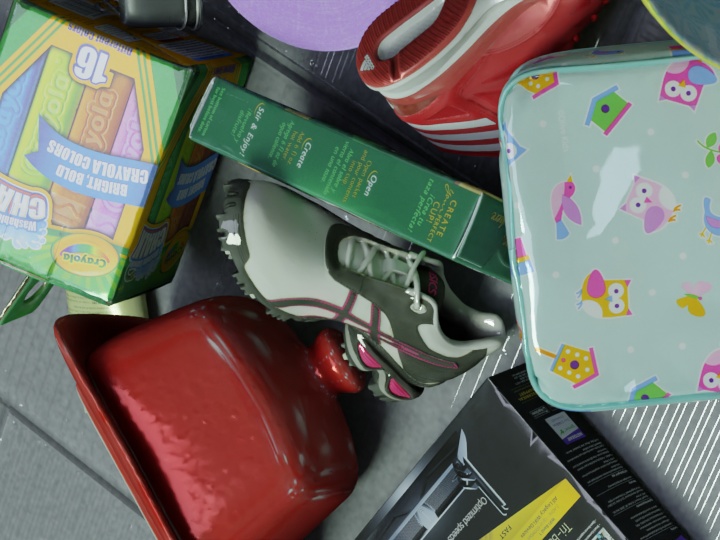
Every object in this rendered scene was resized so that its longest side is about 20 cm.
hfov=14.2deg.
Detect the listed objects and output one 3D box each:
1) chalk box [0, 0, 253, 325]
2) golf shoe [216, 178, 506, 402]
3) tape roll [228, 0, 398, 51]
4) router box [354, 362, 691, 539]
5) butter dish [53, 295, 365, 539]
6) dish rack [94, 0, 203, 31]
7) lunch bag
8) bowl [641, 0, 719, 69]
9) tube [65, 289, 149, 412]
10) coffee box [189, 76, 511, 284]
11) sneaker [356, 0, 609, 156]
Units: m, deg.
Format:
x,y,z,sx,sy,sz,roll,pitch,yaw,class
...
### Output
x,y,z,sx,sy,sz,roll,pitch,yaw,class
-0.168,-0.056,1.766,0.124,0.125,0.200,22,104,11,chalk box
0.000,0.000,1.669,0.088,0.200,0.077,-18,50,36,golf shoe
-0.009,-0.231,1.681,0.200,0.066,0.201,9,105,36,tape roll
0.086,0.178,1.712,0.157,0.052,0.200,50,125,17,router box
-0.064,0.086,1.749,0.148,0.199,0.200,-32,80,14,butter dish
-0.152,-0.237,1.765,0.200,0.054,0.154,-138,43,-62,dish rack
0.159,-0.023,1.565,0.160,0.077,0.201,-7,101,6,lunch bag
0.213,-0.201,1.474,0.108,0.200,0.201,-130,39,-73,bowl
-0.168,-0.001,1.874,0.052,0.058,0.201,-9,101,-5,tube
0.012,-0.048,1.672,0.200,0.123,0.044,25,91,32,coffee box
0.104,-0.141,1.623,0.200,0.116,0.078,-31,45,13,sneaker
